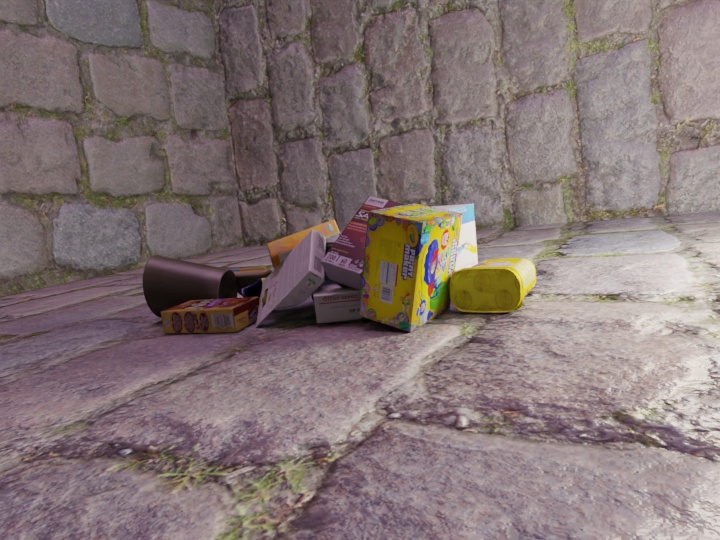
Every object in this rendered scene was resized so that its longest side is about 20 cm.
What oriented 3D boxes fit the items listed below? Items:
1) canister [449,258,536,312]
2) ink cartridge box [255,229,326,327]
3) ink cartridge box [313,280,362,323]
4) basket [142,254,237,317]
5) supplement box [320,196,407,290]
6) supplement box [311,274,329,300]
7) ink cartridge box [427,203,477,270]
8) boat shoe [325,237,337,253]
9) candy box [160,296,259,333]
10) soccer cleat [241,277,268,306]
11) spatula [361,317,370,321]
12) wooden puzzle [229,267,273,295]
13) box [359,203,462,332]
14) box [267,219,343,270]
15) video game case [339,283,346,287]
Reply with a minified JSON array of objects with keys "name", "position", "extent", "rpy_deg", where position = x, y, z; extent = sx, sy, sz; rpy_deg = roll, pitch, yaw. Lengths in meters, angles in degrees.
[{"name":"canister","position":[0.287,0.026,1.149],"extent":[0.144,0.090,0.198],"rpy_deg":[-2,7,28]},{"name":"ink cartridge box","position":[-0.154,0.024,1.213],"extent":[0.049,0.200,0.163],"rpy_deg":[32,29,-24]},{"name":"ink cartridge box","position":[-0.044,0.067,1.197],"extent":[0.112,0.069,0.200],"rpy_deg":[-6,7,-1]},{"name":"basket","position":[-0.426,0.048,1.386],"extent":[0.193,0.184,0.139],"rpy_deg":[3,47,13]},{"name":"supplement box","position":[0.016,-0.060,1.141],"extent":[0.106,0.062,0.202],"rpy_deg":[16,56,32]},{"name":"supplement box","position":[-0.028,0.027,1.408],"extent":[0.193,0.089,0.110],"rpy_deg":[-8,8,-17]},{"name":"ink cartridge box","position":[0.201,-0.055,1.376],"extent":[0.144,0.207,0.143],"rpy_deg":[1,12,42]},{"name":"boat shoe","position":[0.000,-0.030,1.216],"extent":[0.193,0.062,0.074],"rpy_deg":[6,-28,19]},{"name":"candy box","position":[-0.341,0.102,1.242],"extent":[0.193,0.059,0.116],"rpy_deg":[-5,8,20]},{"name":"soccer cleat","position":[-0.202,0.041,1.332],"extent":[0.195,0.066,0.084],"rpy_deg":[-22,-41,12]},{"name":"spatula","position":[0.079,0.080,1.173],"extent":[0.195,0.021,0.056],"rpy_deg":[-13,14,-36]},{"name":"wooden puzzle","position":[-0.285,0.033,1.498],"extent":[0.179,0.039,0.200],"rpy_deg":[-3,-20,22]},{"name":"box","position":[0.102,-0.015,1.073],"extent":[0.119,0.207,0.191],"rpy_deg":[14,18,30]},{"name":"box","position":[-0.126,-0.058,1.326],"extent":[0.195,0.042,0.120],"rpy_deg":[-23,-20,-11]},{"name":"video game case","position":[0.000,0.000,1.262],"extent":[0.138,0.020,0.200],"rpy_deg":[-8,12,-16]}]
